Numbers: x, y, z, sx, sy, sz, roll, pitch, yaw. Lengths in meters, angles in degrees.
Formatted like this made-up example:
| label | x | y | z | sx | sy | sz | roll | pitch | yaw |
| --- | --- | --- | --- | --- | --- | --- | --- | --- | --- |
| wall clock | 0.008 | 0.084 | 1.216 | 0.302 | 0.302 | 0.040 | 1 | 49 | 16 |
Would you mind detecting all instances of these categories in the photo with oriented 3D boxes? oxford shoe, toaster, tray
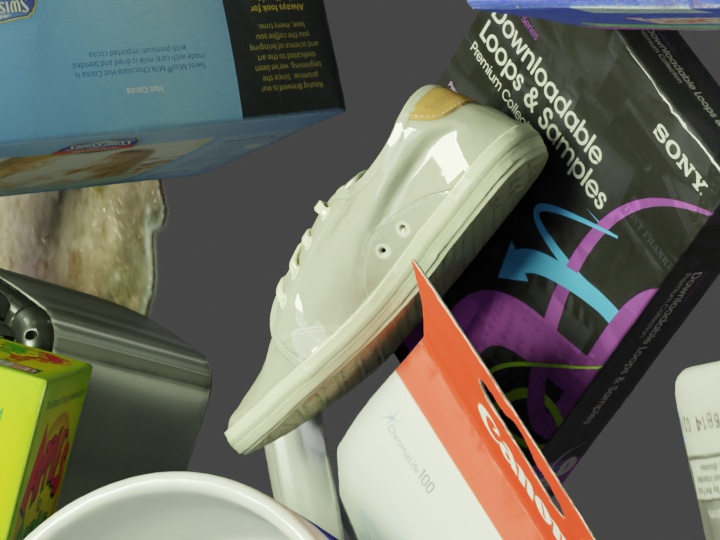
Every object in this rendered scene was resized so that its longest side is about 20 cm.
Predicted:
| label | x | y | z | sx | sy | sz | roll | pitch | yaw |
| --- | --- | --- | --- | --- | --- | --- | --- | --- | --- |
| oxford shoe | 0.000 | 0.000 | 0.923 | 0.058 | 0.075 | 0.200 | 45 | 126 | 10 |
| toaster | -0.184 | 0.083 | 1.163 | 0.181 | 0.119 | 0.200 | 20 | 94 | 50 |
| tray | -0.021 | 0.129 | 1.035 | 0.107 | 0.022 | 0.200 | 145 | 115 | -83 |

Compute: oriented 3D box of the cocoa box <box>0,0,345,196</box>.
| label | x | y | z | sx | sy | sz | roll | pitch | yaw |
| --- | --- | --- | --- | --- | --- | --- | --- | --- | --- |
| cocoa box | -0.130 | -0.108 | 1.027 | 0.133 | 0.200 | 0.132 | -18 | 82 | 53 |

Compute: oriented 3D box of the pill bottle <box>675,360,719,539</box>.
| label | x | y | z | sx | sy | sz | roll | pitch | yaw |
| --- | --- | --- | --- | --- | --- | --- | --- | --- | --- |
| pill bottle | 0.175 | 0.119 | 0.747 | 0.114 | 0.114 | 0.200 | -17 | 82 | 52 |

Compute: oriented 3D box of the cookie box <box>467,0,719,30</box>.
| label | x | y | z | sx | sy | sz | roll | pitch | yaw |
| --- | --- | --- | --- | --- | --- | --- | --- | --- | --- |
| cookie box | 0.123 | -0.181 | 0.766 | 0.171 | 0.075 | 0.200 | 9 | 92 | 51 |

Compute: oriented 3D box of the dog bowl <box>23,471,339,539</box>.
| label | x | y | z | sx | sy | sz | roll | pitch | yaw |
| --- | --- | --- | --- | --- | --- | --- | --- | --- | --- |
| dog bowl | -0.070 | 0.187 | 0.927 | 0.200 | 0.079 | 0.200 | -11 | 64 | 24 |

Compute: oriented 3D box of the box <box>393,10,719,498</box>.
| label | x | y | z | sx | sy | sz | roll | pitch | yaw |
| --- | --- | --- | --- | --- | --- | --- | --- | --- | --- |
| box | 0.071 | -0.020 | 0.919 | 0.143 | 0.036 | 0.200 | 57 | 135 | 28 |

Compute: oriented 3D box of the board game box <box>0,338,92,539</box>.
| label | x | y | z | sx | sy | sz | roll | pitch | yaw |
| --- | --- | --- | --- | --- | --- | --- | --- | --- | --- |
| board game box | -0.173 | 0.135 | 1.016 | 0.102 | 0.048 | 0.200 | -17 | -58 | -85 |

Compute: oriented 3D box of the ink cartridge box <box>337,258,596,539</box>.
| label | x | y | z | sx | sy | sz | roll | pitch | yaw |
| --- | --- | --- | --- | --- | --- | --- | --- | --- | --- |
| ink cartridge box | 0.044 | 0.111 | 0.897 | 0.160 | 0.047 | 0.200 | 58 | 167 | 28 |
